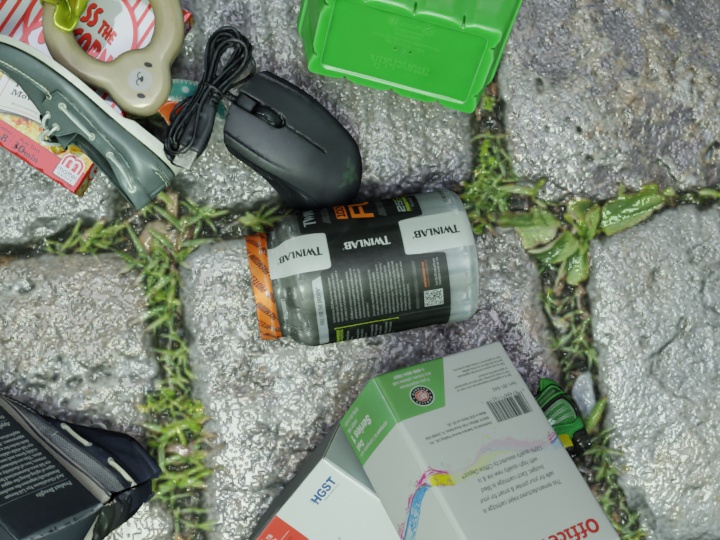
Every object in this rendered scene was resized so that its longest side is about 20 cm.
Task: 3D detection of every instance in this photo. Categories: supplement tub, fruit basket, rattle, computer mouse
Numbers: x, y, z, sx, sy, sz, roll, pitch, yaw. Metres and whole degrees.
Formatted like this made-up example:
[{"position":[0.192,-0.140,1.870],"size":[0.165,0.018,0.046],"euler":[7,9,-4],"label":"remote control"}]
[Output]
[{"position":[0.000,0.000,0.984],"size":[0.199,0.123,0.123],"euler":[-9,89,-6],"label":"supplement tub"},{"position":[0.050,-0.266,1.011],"size":[0.214,0.156,0.216],"euler":[9,44,-9],"label":"fruit basket"},{"position":[-0.193,-0.198,0.925],"size":[0.130,0.143,0.201],"euler":[-28,85,-24],"label":"rattle"},{"position":[-0.069,-0.116,0.976],"size":[0.200,0.053,0.139],"euler":[32,73,-31],"label":"computer mouse"}]

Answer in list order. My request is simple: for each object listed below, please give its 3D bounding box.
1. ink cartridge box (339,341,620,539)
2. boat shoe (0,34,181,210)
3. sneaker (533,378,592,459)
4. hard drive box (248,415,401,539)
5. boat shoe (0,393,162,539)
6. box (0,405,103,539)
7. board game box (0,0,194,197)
[{"position":[0.096,0.174,0.898],"size":[0.144,0.084,0.201],"euler":[-12,60,-35],"label":"ink cartridge box"},{"position":[-0.252,-0.130,0.947],"size":[0.200,0.073,0.062],"euler":[37,81,-9],"label":"boat shoe"},{"position":[0.110,0.163,1.021],"size":[0.199,0.078,0.086],"euler":[-18,66,-2],"label":"sneaker"},{"position":[0.015,0.254,0.966],"size":[0.200,0.077,0.156],"euler":[35,116,-2],"label":"hard drive box"},{"position":[-0.274,0.164,0.987],"size":[0.200,0.093,0.075],"euler":[36,120,20],"label":"boat shoe"},{"position":[-0.341,0.201,0.906],"size":[0.200,0.104,0.148],"euler":[39,110,16],"label":"box"},{"position":[-0.272,-0.194,1.005],"size":[0.151,0.046,0.201],"euler":[32,86,-4],"label":"board game box"}]
